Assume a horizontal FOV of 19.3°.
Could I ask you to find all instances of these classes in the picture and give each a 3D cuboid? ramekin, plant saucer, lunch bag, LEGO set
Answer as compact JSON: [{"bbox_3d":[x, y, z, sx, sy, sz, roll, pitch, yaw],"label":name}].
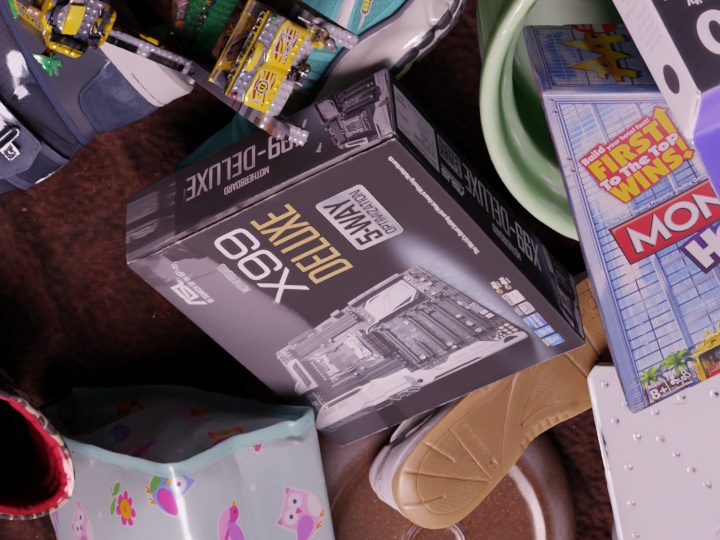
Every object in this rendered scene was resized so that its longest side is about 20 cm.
[{"bbox_3d":[0.152,-0.116,1.065,0.199,0.098,0.201,-3,127,-5],"label":"ramekin"},{"bbox_3d":[0.039,0.160,1.230,0.200,0.037,0.201,-1,94,-16],"label":"plant saucer"},{"bbox_3d":[-0.105,0.155,1.167,0.122,0.200,0.171,-18,104,-37],"label":"lunch bag"},{"bbox_3d":[-0.055,-0.151,0.960,0.154,0.116,0.200,32,94,-44],"label":"LEGO set"}]

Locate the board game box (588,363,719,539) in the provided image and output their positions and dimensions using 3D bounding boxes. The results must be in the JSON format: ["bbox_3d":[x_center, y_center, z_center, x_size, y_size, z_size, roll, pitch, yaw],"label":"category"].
[{"bbox_3d":[0.226,0.144,1.129,0.199,0.026,0.201,0,109,42],"label":"board game box"}]

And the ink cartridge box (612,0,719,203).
[{"bbox_3d":[0.210,-0.148,0.945,0.198,0.201,0.043,-24,171,-9],"label":"ink cartridge box"}]

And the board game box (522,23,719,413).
[{"bbox_3d":[0.171,-0.054,1.014,0.199,0.062,0.200,-28,126,13],"label":"board game box"}]

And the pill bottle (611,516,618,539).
[{"bbox_3d":[0.212,0.134,1.250,0.112,0.112,0.201,6,127,-11],"label":"pill bottle"}]

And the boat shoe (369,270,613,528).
[{"bbox_3d":[0.082,0.060,1.190,0.200,0.069,0.071,-39,113,-17],"label":"boat shoe"}]

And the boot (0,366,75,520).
[{"bbox_3d":[-0.241,0.055,1.104,0.200,0.151,0.073,40,85,-29],"label":"boot"}]

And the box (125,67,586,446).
[{"bbox_3d":[0.000,0.000,1.087,0.157,0.050,0.200,-24,137,21],"label":"box"}]

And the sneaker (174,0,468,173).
[{"bbox_3d":[-0.029,-0.106,1.081,0.080,0.077,0.200,49,119,2],"label":"sneaker"}]

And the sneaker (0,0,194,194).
[{"bbox_3d":[-0.195,-0.122,1.033,0.146,0.077,0.202,-30,125,12],"label":"sneaker"}]
